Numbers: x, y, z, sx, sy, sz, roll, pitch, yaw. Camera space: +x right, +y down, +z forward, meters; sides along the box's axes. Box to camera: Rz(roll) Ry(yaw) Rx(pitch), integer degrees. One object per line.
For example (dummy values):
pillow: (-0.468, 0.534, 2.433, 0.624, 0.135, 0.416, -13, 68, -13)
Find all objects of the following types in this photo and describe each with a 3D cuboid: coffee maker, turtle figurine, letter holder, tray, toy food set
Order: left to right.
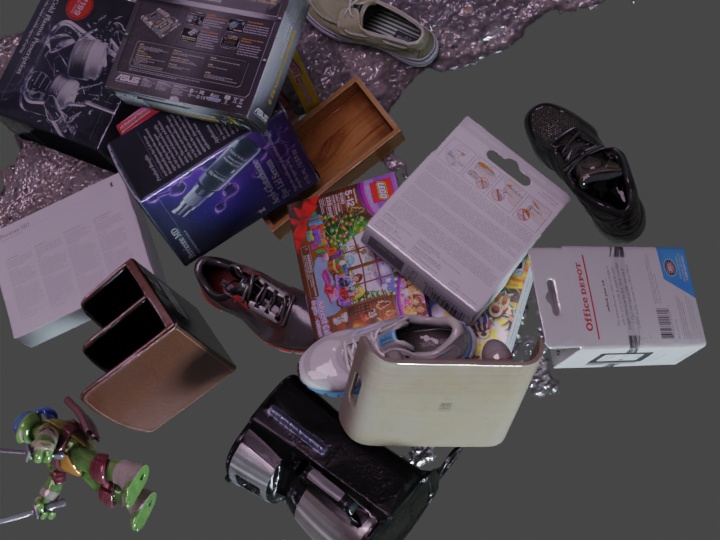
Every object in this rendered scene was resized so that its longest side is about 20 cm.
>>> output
turtle figurine: (-0.348, 0.250, 1.484, 0.192, 0.200, 0.146, 19, 112, 15)
letter holder: (-0.253, 0.095, 1.474, 0.142, 0.200, 0.101, -38, 67, 0)
tray: (-0.052, -0.139, 1.588, 0.199, 0.037, 0.099, -38, 67, 0)
coffee maker: (-0.021, 0.214, 1.428, 0.199, 0.136, 0.192, 36, 49, 21)
toy food set: (0.084, 0.119, 1.348, 0.197, 0.144, 0.061, 2, 48, -13)

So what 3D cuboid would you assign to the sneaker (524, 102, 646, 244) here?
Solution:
sneaker: (0.254, -0.130, 1.464, 0.076, 0.114, 0.201, -31, 65, 1)

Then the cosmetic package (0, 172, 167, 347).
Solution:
cosmetic package: (-0.358, -0.014, 1.618, 0.198, 0.052, 0.152, -24, 70, 6)

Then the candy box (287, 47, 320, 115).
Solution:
candy box: (-0.091, -0.270, 1.551, 0.026, 0.200, 0.103, -22, 68, 3)

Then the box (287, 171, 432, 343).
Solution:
box: (0.000, 0.000, 1.478, 0.135, 0.039, 0.202, -16, 68, 8)

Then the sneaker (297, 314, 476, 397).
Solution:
sneaker: (0.023, 0.080, 1.376, 0.197, 0.087, 0.076, -15, 70, 7)

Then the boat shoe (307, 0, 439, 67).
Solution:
boat shoe: (0.010, -0.319, 1.615, 0.198, 0.062, 0.073, 24, 80, 22)

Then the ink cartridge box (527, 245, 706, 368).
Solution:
ink cartridge box: (0.261, 0.039, 1.377, 0.197, 0.068, 0.118, 1, 68, -22)

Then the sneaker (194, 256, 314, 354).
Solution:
sneaker: (-0.119, 0.039, 1.521, 0.198, 0.082, 0.078, 21, 78, 20)

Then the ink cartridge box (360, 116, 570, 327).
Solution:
ink cartridge box: (0.120, -0.058, 1.457, 0.162, 0.050, 0.200, 38, 61, 9)

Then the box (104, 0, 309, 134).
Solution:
box: (-0.173, -0.251, 1.438, 0.198, 0.048, 0.160, 14, 78, 24)

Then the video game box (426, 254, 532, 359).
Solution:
video game box: (0.086, 0.047, 1.486, 0.198, 0.047, 0.184, 14, 78, 19)

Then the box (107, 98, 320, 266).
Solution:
box: (-0.170, -0.125, 1.502, 0.199, 0.148, 0.105, -34, 56, -2)

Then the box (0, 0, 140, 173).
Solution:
box: (-0.349, -0.251, 1.665, 0.180, 0.104, 0.202, 20, 79, 18)

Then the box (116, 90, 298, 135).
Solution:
box: (-0.190, -0.184, 1.605, 0.199, 0.096, 0.100, -35, 66, 1)
